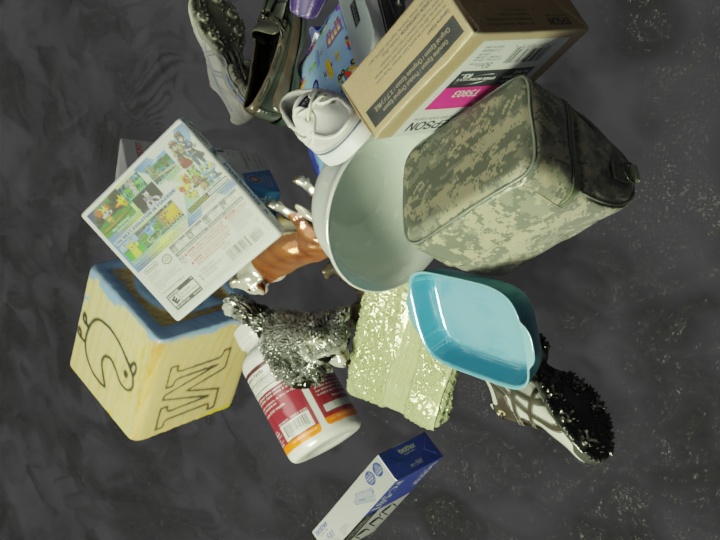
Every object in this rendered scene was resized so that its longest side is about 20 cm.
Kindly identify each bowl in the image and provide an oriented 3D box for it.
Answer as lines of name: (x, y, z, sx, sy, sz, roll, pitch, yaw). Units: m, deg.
bowl: (0.014, -0.083, 1.110, 0.090, 0.201, 0.201, 29, 120, 45)

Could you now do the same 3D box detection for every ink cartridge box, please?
ink cartridge box: (-0.223, -0.107, 1.297, 0.145, 0.200, 0.084, -119, 37, -56)
ink cartridge box: (0.020, 0.298, 1.275, 0.044, 0.094, 0.200, 52, 131, 21)
ink cartridge box: (0.108, -0.215, 0.973, 0.165, 0.200, 0.075, -44, 70, 43)

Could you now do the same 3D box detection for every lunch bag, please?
lunch bag: (0.160, -0.080, 0.989, 0.200, 0.168, 0.139, -33, 43, 42)
lunch bag: (-0.022, -0.227, 1.188, 0.151, 0.094, 0.200, -51, 56, 42)

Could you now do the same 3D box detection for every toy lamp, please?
toy lamp: (-0.044, -0.405, 1.163, 0.058, 0.058, 0.200, 35, 121, 33)

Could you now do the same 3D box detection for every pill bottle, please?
pill bottle: (-0.092, 0.154, 1.332, 0.113, 0.113, 0.200, -44, 70, 42)

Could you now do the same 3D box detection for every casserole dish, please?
casserole dish: (0.126, 0.056, 1.044, 0.200, 0.039, 0.121, 15, 125, 54)

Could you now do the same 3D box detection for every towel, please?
towel: (0.057, 0.097, 1.190, 0.148, 0.036, 0.200, 22, 122, 17)

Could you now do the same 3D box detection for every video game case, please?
video game case: (-0.220, -0.059, 1.180, 0.200, 0.022, 0.182, -37, 98, 27)

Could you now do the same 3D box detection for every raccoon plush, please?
raccoon plush: (-0.098, 0.071, 1.228, 0.200, 0.097, 0.134, 24, 146, 7)

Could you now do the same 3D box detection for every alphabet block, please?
alphabet block: (-0.297, 0.103, 1.461, 0.195, 0.196, 0.200, 42, 127, 31)

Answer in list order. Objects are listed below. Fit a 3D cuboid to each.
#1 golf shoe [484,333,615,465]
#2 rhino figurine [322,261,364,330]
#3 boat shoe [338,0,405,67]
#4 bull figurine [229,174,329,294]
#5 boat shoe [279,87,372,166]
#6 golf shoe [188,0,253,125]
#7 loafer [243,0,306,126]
golf shoe: (0.202, 0.147, 1.077, 0.200, 0.078, 0.095, 55, 136, 33)
rhino figurine: (0.000, 0.000, 1.237, 0.087, 0.060, 0.200, 0, 105, 34)
boat shoe: (0.023, -0.312, 1.123, 0.074, 0.068, 0.199, -53, 40, 46)
bull figurine: (-0.103, -0.039, 1.218, 0.200, 0.065, 0.121, -21, 118, 34)
boat shoe: (-0.045, -0.163, 1.048, 0.074, 0.065, 0.200, -53, 23, -6)
golf shoe: (-0.197, -0.294, 1.342, 0.097, 0.078, 0.200, -39, 73, 49)
loafer: (-0.112, -0.287, 1.228, 0.072, 0.063, 0.200, -9, 76, 51)
